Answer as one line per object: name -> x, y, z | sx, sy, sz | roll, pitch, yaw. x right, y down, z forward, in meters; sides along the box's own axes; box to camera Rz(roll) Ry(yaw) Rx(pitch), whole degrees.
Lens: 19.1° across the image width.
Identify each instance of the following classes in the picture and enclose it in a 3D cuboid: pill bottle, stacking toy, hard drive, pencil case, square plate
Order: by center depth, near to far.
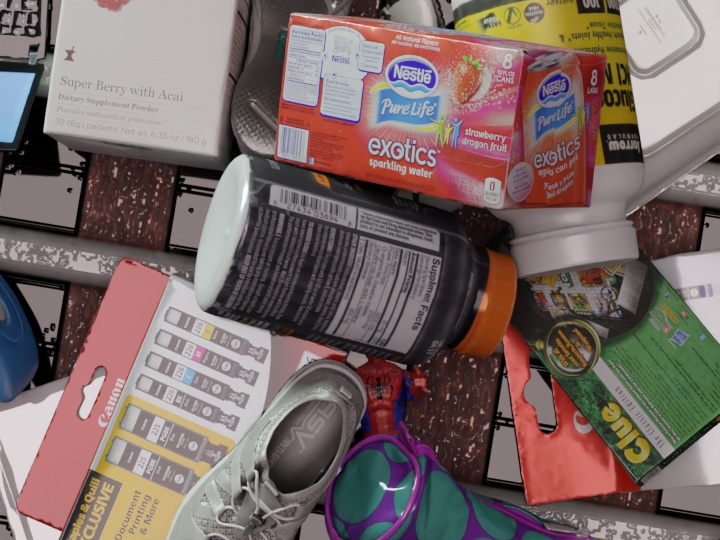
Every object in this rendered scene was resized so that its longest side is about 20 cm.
pill bottle -> 0.000, 0.000, 1.388 | 0.199, 0.106, 0.107 | 15, 88, -17
pencil case -> 0.072, 0.178, 1.413 | 0.199, 0.085, 0.093 | 30, 104, -36
pill bottle -> 0.129, -0.100, 1.429 | 0.112, 0.112, 0.202 | -9, 87, 0
stacking toy -> -0.329, 0.075, 1.469 | 0.199, 0.110, 0.116 | -33, 100, 10
hard drive -> -0.156, 0.127, 1.494 | 0.199, 0.026, 0.133 | -19, 88, -1
square plate -> 0.204, -0.168, 1.503 | 0.197, 0.028, 0.201 | -33, 88, -1

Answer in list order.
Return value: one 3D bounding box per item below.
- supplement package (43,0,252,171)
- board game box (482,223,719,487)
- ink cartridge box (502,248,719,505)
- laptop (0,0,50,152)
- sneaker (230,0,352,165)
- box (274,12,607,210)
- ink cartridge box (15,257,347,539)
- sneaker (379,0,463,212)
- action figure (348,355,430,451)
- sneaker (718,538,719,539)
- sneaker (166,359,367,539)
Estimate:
supplement package -> -0.138, -0.179, 1.458 | 0.120, 0.120, 0.202 | 7, 88, 1
board game box -> 0.169, 0.038, 1.461 | 0.105, 0.023, 0.200 | -38, 68, 3
ink cartridge box -> 0.204, 0.073, 1.485 | 0.198, 0.047, 0.161 | -8, 88, -2
laptop -> -0.308, -0.181, 1.467 | 0.176, 0.103, 0.202 | 3, 88, 0
sneaker -> -0.050, -0.156, 1.485 | 0.070, 0.080, 0.202 | 16, 68, 1
box -> 0.049, -0.103, 1.361 | 0.199, 0.095, 0.101 | 14, 102, 41
ink cartridge box -> -0.125, 0.112, 1.440 | 0.174, 0.084, 0.201 | 23, 89, 1
sneaker -> 0.025, -0.133, 1.479 | 0.088, 0.074, 0.202 | -14, 91, 3
action figure -> 0.019, 0.136, 1.462 | 0.065, 0.099, 0.202 | -6, 86, -1
sneaker -> 0.233, 0.271, 1.461 | 0.084, 0.075, 0.200 | 33, 67, 11
sneaker -> -0.067, 0.143, 1.356 | 0.074, 0.082, 0.201 | 31, 89, -2
